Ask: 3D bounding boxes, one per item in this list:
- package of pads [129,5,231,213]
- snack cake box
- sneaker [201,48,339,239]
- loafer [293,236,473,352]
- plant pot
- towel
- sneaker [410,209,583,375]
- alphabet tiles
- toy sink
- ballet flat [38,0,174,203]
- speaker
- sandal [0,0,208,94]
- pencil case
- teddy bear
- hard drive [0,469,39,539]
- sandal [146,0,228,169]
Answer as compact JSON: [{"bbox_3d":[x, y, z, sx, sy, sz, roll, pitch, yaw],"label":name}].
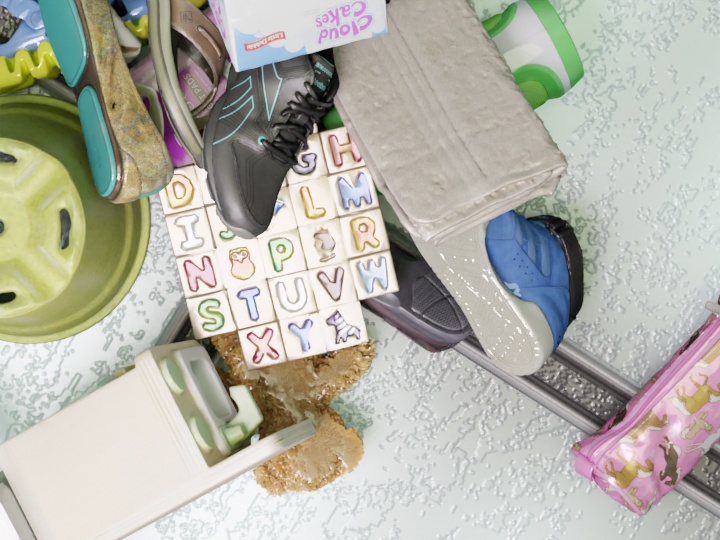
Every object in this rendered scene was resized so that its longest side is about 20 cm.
[{"bbox_3d":[-0.095,-0.150,1.583,0.199,0.076,0.121,-38,94,1],"label":"package of pads"},{"bbox_3d":[-0.060,-0.233,1.465,0.114,0.201,0.068,-13,127,-7],"label":"snack cake box"},{"bbox_3d":[-0.063,-0.122,1.480,0.079,0.075,0.202,-1,75,31],"label":"sneaker"},{"bbox_3d":[0.000,0.000,1.604,0.199,0.063,0.072,36,57,-1],"label":"loafer"},{"bbox_3d":[-0.264,-0.035,1.529,0.198,0.184,0.203,0,94,-2],"label":"plant pot"},{"bbox_3d":[0.057,-0.121,1.509,0.132,0.035,0.201,-24,67,-8],"label":"towel"},{"bbox_3d":[0.110,-0.029,1.581,0.076,0.111,0.201,-21,105,41],"label":"sneaker"},{"bbox_3d":[-0.064,-0.030,1.551,0.165,0.006,0.202,-13,99,5],"label":"alphabet tiles"},{"bbox_3d":[-0.153,0.124,1.521,0.199,0.130,0.113,-29,86,12],"label":"toy sink"},{"bbox_3d":[-0.188,-0.144,1.507,0.070,0.071,0.202,-19,74,-1],"label":"ballet flat"},{"bbox_3d":[0.073,-0.136,1.581,0.199,0.088,0.089,-29,94,0],"label":"speaker"},{"bbox_3d":[-0.212,-0.207,1.577,0.198,0.079,0.088,-18,90,-2],"label":"sandal"},{"bbox_3d":[0.259,0.105,1.607,0.086,0.083,0.200,42,92,-4],"label":"pencil case"},{"bbox_3d":[-0.064,0.078,1.610,0.145,0.067,0.200,-38,87,-9],"label":"teddy bear"},{"bbox_3d":[-0.243,0.215,1.536,0.026,0.200,0.133,-27,94,1],"label":"hard drive"},{"bbox_3d":[-0.129,-0.177,1.501,0.057,0.080,0.203,-8,86,-3],"label":"sandal"}]
